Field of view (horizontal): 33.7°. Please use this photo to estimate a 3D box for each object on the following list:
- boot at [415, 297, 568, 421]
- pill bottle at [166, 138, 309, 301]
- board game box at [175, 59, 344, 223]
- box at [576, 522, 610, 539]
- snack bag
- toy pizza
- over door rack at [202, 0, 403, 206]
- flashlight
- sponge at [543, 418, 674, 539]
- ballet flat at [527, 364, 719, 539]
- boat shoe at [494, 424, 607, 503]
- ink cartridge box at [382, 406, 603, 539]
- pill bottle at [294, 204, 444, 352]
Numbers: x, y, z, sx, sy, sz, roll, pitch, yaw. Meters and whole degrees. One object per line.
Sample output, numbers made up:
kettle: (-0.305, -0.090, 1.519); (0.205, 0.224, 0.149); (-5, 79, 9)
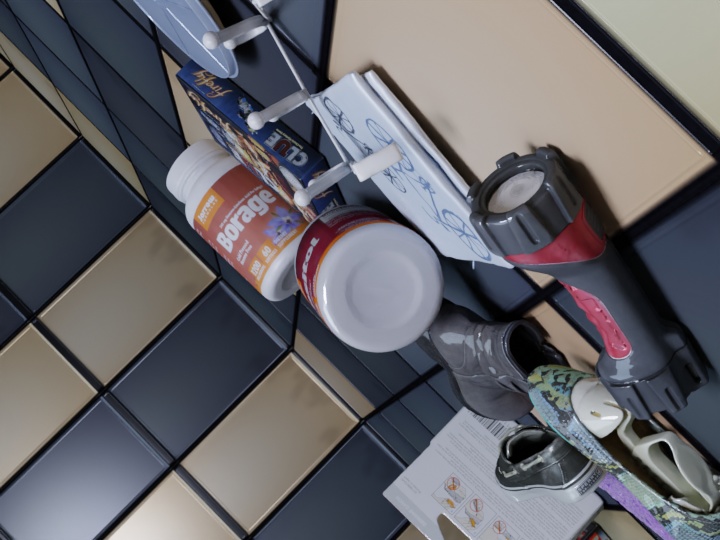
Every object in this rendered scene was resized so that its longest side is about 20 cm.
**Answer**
boot: (0.142, 0.100, 1.100); (0.131, 0.070, 0.200); (16, 163, 44)
pill bottle: (-0.138, -0.066, 1.438); (0.200, 0.112, 0.112); (42, 170, 17)
board game box: (-0.101, -0.129, 1.258); (0.200, 0.035, 0.136); (41, 169, 27)
box: (0.290, 0.363, 1.627); (0.110, 0.035, 0.200); (49, 170, -20)
snack bag: (0.039, -0.076, 0.937); (0.189, 0.021, 0.200); (48, 173, -10)
toy pizza: (-0.173, -0.254, 1.060); (0.200, 0.032, 0.200); (44, 171, 8)
over door rack: (-0.050, -0.125, 0.867); (0.148, 0.066, 0.200); (59, 171, -7)
flashlight: (0.141, 0.016, 0.746); (0.200, 0.068, 0.068); (52, 167, -31)
sponge: (0.261, 0.203, 1.117); (0.200, 0.030, 0.112); (38, 167, 41)
ballet flat: (0.221, 0.134, 0.946); (0.200, 0.074, 0.074); (41, 169, 15)
boat shoe: (0.167, 0.175, 1.130); (0.064, 0.071, 0.200); (46, 163, -4)
ink cartridge box: (0.156, 0.271, 1.405); (0.200, 0.174, 0.044); (41, 170, 22)
pill bottle: (0.000, 0.000, 1.100); (0.113, 0.113, 0.200); (48, 178, -15)
